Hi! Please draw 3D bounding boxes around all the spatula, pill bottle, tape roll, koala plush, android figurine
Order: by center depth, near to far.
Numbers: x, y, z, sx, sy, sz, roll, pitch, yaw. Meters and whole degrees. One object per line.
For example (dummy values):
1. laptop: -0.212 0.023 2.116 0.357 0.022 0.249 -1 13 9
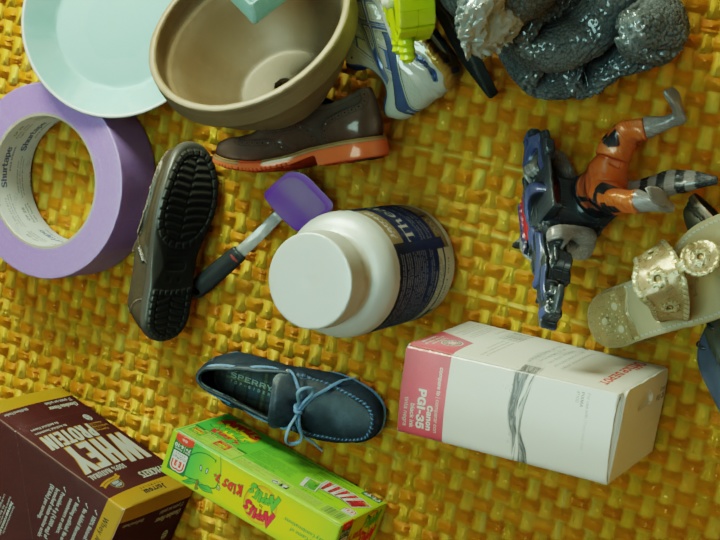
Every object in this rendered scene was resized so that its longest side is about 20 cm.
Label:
1. koala plush: 0.137 -0.235 1.270 0.183 0.198 0.180 -31 63 41
2. android figurine: 0.030 -0.278 1.283 0.040 0.182 0.203 -7 110 -5
3. pill bottle: 0.000 0.000 1.375 0.110 0.199 0.113 3 96 26
4. spatula: -0.108 -0.030 1.522 0.199 0.021 0.057 -39 102 27
5. tape roll: -0.313 -0.095 1.602 0.198 0.065 0.203 2 95 26

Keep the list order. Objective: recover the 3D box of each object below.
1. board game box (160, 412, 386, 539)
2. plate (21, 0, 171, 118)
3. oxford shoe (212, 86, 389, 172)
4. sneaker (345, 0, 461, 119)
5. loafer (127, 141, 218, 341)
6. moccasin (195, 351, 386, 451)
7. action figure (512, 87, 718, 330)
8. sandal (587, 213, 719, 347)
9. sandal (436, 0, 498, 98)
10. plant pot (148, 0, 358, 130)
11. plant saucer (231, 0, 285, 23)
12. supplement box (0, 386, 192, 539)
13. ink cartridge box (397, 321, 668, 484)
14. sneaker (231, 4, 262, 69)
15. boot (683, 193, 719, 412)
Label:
1. board game box: -0.085 0.211 1.492 0.198 0.101 0.048 26 105 23
2. plate: -0.244 -0.252 1.546 0.197 0.026 0.203 -1 84 5
3. oxford shoe: -0.060 -0.134 1.462 0.198 0.071 0.074 -4 95 32
4. sneaker: 0.005 -0.232 1.423 0.088 0.075 0.201 -39 77 24
5. loafer: -0.202 -0.034 1.545 0.071 0.072 0.203 18 95 45
6. moccasin: -0.073 0.133 1.498 0.198 0.068 0.082 9 98 26
7. action figure: 0.203 -0.040 1.309 0.193 0.104 0.203 -32 47 49
8. sandal: 0.247 0.019 1.276 0.211 0.069 0.079 -37 70 52
9. sandal: 0.085 -0.253 1.386 0.048 0.075 0.202 -26 82 4
10. plant pot: -0.086 -0.195 1.398 0.198 0.093 0.203 -12 51 15
11. plant saucer: -0.036 -0.303 1.384 0.199 0.019 0.070 -37 49 -6
12. supplement box: -0.315 0.263 1.595 0.199 0.132 0.199 31 107 21
13. ink cartridge box: 0.152 0.112 1.338 0.198 0.146 0.084 12 101 25
14. sneaker: -0.112 -0.238 1.496 0.075 0.075 0.203 12 99 -6
15. boot: 0.307 0.039 1.294 0.097 0.075 0.201 -35 81 22
